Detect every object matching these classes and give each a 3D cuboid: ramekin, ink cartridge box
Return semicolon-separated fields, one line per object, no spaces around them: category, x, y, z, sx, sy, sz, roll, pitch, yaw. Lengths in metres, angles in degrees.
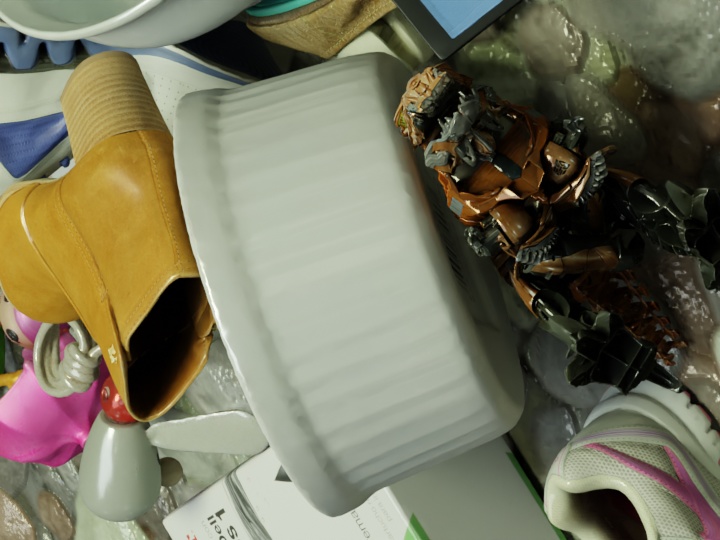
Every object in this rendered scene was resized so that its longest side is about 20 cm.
ramekin;0.000;0.000;1.133;0.098;0.200;0.201;-19;102;9
ink cartridge box;0.003;0.144;1.320;0.146;0.084;0.200;57;142;4

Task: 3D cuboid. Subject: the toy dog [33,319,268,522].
toy dog;-0.082;0.031;1.295;0.200;0.096;0.132;-57;45;43

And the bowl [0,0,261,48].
bowl;-0.078;-0.180;1.165;0.201;0.090;0.201;-21;57;35

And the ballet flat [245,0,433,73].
ballet flat;0.023;-0.130;1.148;0.072;0.068;0.200;46;141;-15

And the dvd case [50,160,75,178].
dvd case;-0.153;-0.052;1.425;0.200;0.018;0.143;57;142;4

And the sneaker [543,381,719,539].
sneaker;0.156;0.140;1.139;0.200;0.088;0.081;42;139;22

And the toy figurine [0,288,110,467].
toy figurine;-0.204;0.036;1.459;0.184;0.150;0.200;5;98;41

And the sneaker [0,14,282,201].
sneaker;-0.144;-0.083;1.239;0.115;0.199;0.081;-63;33;30

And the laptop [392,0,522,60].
laptop;0.053;-0.221;1.009;0.177;0.103;0.200;51;142;11

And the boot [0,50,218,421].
boot;-0.117;0.012;1.171;0.201;0.071;0.144;115;144;-51

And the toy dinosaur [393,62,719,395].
toy dinosaur;0.093;-0.019;1.077;0.136;0.200;0.102;35;105;44
